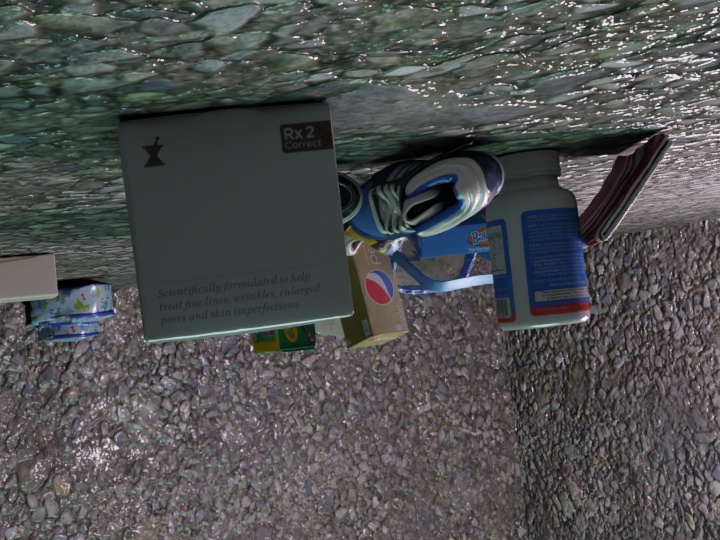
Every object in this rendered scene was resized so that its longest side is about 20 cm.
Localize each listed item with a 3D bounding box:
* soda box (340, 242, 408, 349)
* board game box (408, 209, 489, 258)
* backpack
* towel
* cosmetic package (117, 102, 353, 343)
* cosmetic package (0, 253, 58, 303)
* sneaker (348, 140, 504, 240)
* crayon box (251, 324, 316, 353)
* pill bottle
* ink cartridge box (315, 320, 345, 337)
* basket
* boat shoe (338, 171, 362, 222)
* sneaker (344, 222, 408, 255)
[{"bbox_3d":[0.000,0.000,1.495,0.067,0.204,0.064,-4,165,-38],"label":"soda box"},{"bbox_3d":[0.159,-0.073,1.491,0.196,0.046,0.152,-6,-157,-11],"label":"board game box"},{"bbox_3d":[-0.711,0.100,2.680,0.196,0.150,0.183,-10,180,6],"label":"backpack"},{"bbox_3d":[0.303,-0.089,1.303,0.023,0.145,0.200,34,177,1],"label":"towel"},{"bbox_3d":[-0.105,-0.031,0.895,0.162,0.168,0.200,-7,178,-9],"label":"cosmetic package"},{"bbox_3d":[-0.619,0.019,1.833,0.196,0.075,0.103,-6,177,-24],"label":"cosmetic package"},{"bbox_3d":[0.048,-0.073,1.141,0.197,0.082,0.146,-16,-174,27],"label":"sneaker"},{"bbox_3d":[-0.115,0.012,1.505,0.057,0.204,0.118,-5,177,-23],"label":"crayon box"},{"bbox_3d":[0.207,-0.035,1.283,0.110,0.204,0.112,-6,178,0],"label":"pill bottle"},{"bbox_3d":[-0.064,0.032,1.679,0.197,0.087,0.147,10,-159,22],"label":"ink cartridge box"},{"bbox_3d":[0.113,-0.028,1.612,0.174,0.141,0.200,-5,-147,-38],"label":"basket"},{"bbox_3d":[-0.081,-0.078,1.126,0.197,0.073,0.068,3,176,-25],"label":"boat shoe"},{"bbox_3d":[0.054,-0.069,1.396,0.198,0.092,0.074,-8,177,42],"label":"sneaker"}]
